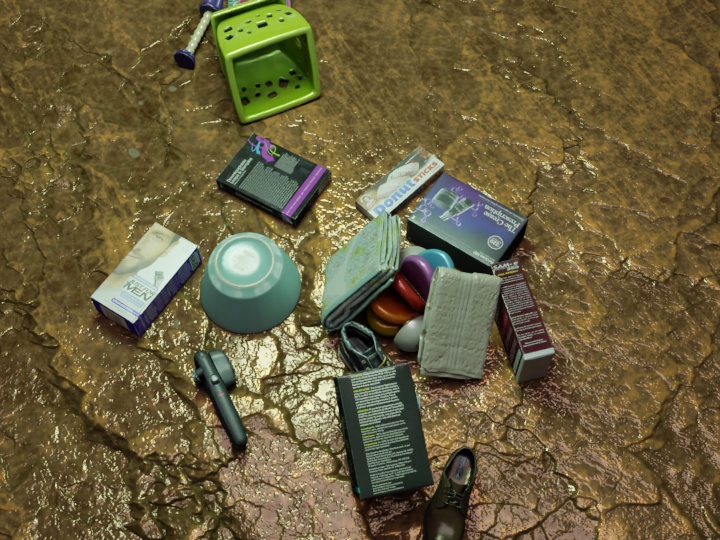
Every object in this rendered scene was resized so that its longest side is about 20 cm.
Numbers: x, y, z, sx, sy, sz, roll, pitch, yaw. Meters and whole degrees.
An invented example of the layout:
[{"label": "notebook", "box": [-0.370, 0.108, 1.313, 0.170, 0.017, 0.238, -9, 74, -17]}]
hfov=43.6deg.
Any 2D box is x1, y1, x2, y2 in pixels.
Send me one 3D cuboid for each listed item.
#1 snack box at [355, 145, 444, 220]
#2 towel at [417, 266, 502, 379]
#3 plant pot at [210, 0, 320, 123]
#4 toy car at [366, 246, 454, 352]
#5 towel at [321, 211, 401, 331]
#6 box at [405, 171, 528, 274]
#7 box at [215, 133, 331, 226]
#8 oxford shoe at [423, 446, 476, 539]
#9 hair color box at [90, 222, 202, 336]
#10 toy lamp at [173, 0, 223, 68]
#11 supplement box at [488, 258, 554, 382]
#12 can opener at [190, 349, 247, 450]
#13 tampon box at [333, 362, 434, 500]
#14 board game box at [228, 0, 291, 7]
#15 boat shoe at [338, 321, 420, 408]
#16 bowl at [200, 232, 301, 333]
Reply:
[{"label": "snack box", "box": [0.082, -0.177, 1.867, 0.072, 0.024, 0.200, 41, 68, 20]}, {"label": "towel", "box": [0.178, 0.098, 1.626, 0.132, 0.034, 0.202, 8, 99, -19]}, {"label": "plant pot", "box": [-0.214, -0.473, 1.948, 0.198, 0.201, 0.182, -21, 56, -11]}, {"label": "toy car", "box": [0.100, 0.034, 1.673, 0.199, 0.150, 0.175, -32, 64, -17]}, {"label": "towel", "box": [0.000, 0.000, 1.670, 0.048, 0.200, 0.172, 34, 37, -24]}, {"label": "box", "box": [0.210, -0.083, 1.784, 0.199, 0.079, 0.141, 31, 67, 17]}, {"label": "box", "box": [-0.181, -0.191, 1.874, 0.199, 0.036, 0.143, 28, 63, 14]}, {"label": "oxford shoe", "box": [0.150, 0.387, 1.509, 0.072, 0.085, 0.201, 12, 63, 6]}, {"label": "hair color box", "box": [-0.412, 0.016, 1.741, 0.109, 0.065, 0.200, 27, 62, 16]}, {"label": "toy lamp", "box": [-0.369, -0.556, 2.075, 0.058, 0.058, 0.201, 17, 63, 10]}, {"label": "supplement box", "box": [0.291, 0.092, 1.662, 0.060, 0.109, 0.201, -13, 62, -6]}, {"label": "can opener", "box": [-0.249, 0.228, 1.616, 0.078, 0.064, 0.201, -21, 62, -12]}, {"label": "tampon box", "box": [0.034, 0.265, 1.507, 0.125, 0.150, 0.202, -10, 84, -6]}, {"label": "board game box", "box": [-0.235, -0.628, 2.110, 0.146, 0.064, 0.201, -6, 61, -2]}, {"label": "boat shoe", "box": [0.031, 0.182, 1.623, 0.071, 0.091, 0.200, -39, 67, -19]}, {"label": "bowl", "box": [-0.216, 0.009, 1.719, 0.199, 0.105, 0.202, 0, 61, 0]}]
